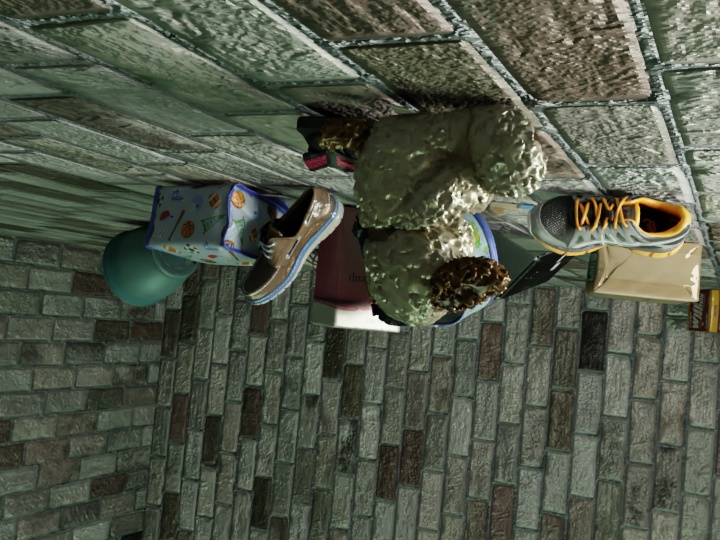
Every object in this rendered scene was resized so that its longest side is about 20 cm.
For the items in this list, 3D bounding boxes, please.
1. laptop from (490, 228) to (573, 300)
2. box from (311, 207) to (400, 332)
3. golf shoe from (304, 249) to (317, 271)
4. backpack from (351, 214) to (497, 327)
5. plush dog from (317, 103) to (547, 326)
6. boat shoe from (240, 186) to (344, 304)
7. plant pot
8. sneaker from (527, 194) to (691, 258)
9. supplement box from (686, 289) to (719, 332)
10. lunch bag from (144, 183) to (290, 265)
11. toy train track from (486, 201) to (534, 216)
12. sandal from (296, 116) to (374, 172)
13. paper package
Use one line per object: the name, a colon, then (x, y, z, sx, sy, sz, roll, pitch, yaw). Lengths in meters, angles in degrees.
laptop: (0.280, -0.031, 1.474, 0.199, 0.104, 0.177, -19, 161, -25)
box: (0.000, 0.000, 1.389, 0.127, 0.201, 0.109, 6, 178, -24)
golf shoe: (-0.117, -0.017, 2.378, 0.200, 0.088, 0.077, 4, 179, 44)
backpack: (0.114, -0.015, 1.215, 0.147, 0.184, 0.200, -22, -167, -37)
plush dog: (0.047, -0.039, 0.681, 0.160, 0.173, 0.200, -2, 180, -22)
boat shoe: (-0.114, -0.041, 1.185, 0.072, 0.200, 0.072, 38, -178, -44)
plant pot: (-0.506, -0.028, 2.023, 0.200, 0.201, 0.188, 8, 161, -43)
sneaker: (0.305, -0.063, 0.995, 0.199, 0.079, 0.077, 2, 164, 0)
supplement box: (1.181, 0.137, 2.606, 0.199, 0.133, 0.197, 5, 177, 2)
lunch bag: (-0.204, -0.065, 1.282, 0.170, 0.124, 0.200, 4, 168, 33)
toy train track: (0.279, -0.071, 1.159, 0.199, 0.033, 0.115, 6, 177, -3)
sandal: (-0.023, -0.112, 0.784, 0.075, 0.045, 0.200, 5, 177, -1)
paper package: (0.521, 0.004, 1.513, 0.190, 0.104, 0.200, 4, 178, 13)
